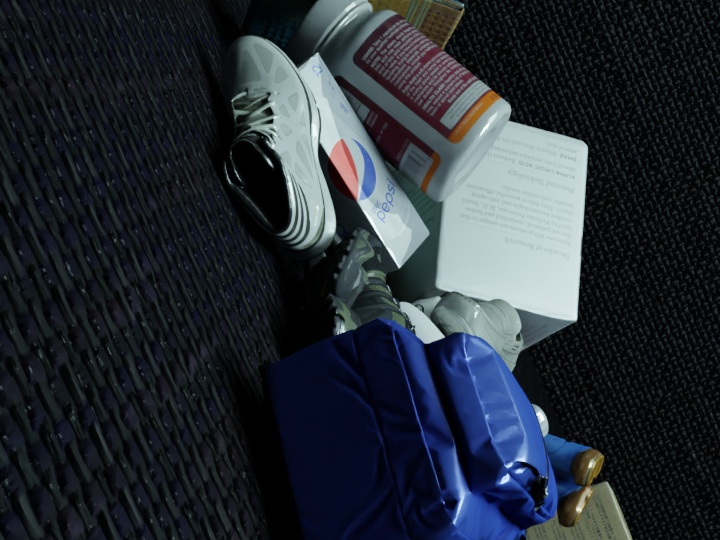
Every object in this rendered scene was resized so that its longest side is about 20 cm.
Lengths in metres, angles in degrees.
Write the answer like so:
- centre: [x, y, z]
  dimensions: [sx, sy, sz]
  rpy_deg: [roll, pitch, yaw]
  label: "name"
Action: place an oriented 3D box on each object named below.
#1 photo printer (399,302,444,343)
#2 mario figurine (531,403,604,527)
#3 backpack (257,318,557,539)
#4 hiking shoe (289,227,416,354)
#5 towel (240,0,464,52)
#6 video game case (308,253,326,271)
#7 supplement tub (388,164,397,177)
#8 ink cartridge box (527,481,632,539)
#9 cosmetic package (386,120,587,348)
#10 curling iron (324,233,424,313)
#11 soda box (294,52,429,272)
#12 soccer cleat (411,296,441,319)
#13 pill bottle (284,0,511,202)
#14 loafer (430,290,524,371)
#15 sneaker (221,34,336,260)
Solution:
- centre: [0.080, 0.121, 1.167]
  dimensions: [0.167, 0.069, 0.200]
  rpy_deg: [52, 1, 31]
  label: "photo printer"
- centre: [0.130, 0.183, 1.292]
  dimensions: [0.198, 0.125, 0.106]
  rpy_deg: [23, -4, 22]
  label: "mario figurine"
- centre: [0.044, 0.141, 0.869]
  dimensions: [0.200, 0.165, 0.165]
  rpy_deg: [57, 19, -60]
  label: "backpack"
- centre: [0.001, 0.043, 1.059]
  dimensions: [0.100, 0.076, 0.201]
  rpy_deg: [42, 27, -16]
  label: "hiking shoe"
- centre: [-0.012, -0.249, 1.300]
  dimensions: [0.147, 0.197, 0.022]
  rpy_deg: [122, -16, -55]
  label: "towel"
- centre: [0.008, 0.108, 1.168]
  dimensions: [0.183, 0.022, 0.201]
  rpy_deg: [-99, 164, -56]
  label: "video game case"
- centre: [0.039, -0.123, 1.553]
  dimensions: [0.132, 0.130, 0.203]
  rpy_deg: [9, 58, -79]
  label: "supplement tub"
- centre: [0.215, 0.340, 1.326]
  dimensions: [0.075, 0.163, 0.202]
  rpy_deg: [51, 18, -63]
  label: "ink cartridge box"
- centre: [0.130, -0.036, 1.398]
  dimensions: [0.165, 0.162, 0.203]
  rpy_deg: [138, -39, -65]
  label: "cosmetic package"
- centre: [0.000, 0.000, 1.175]
  dimensions: [0.200, 0.049, 0.026]
  rpy_deg: [51, 22, -36]
  label: "curling iron"
- centre: [-0.023, -0.090, 1.198]
  dimensions: [0.201, 0.068, 0.063]
  rpy_deg: [58, 45, -14]
  label: "soda box"
- centre: [0.066, 0.077, 1.335]
  dimensions: [0.070, 0.077, 0.200]
  rpy_deg: [59, -1, 17]
  label: "soccer cleat"
- centre: [0.032, -0.168, 1.227]
  dimensions: [0.199, 0.115, 0.114]
  rpy_deg: [40, 7, 8]
  label: "pill bottle"
- centre: [0.115, 0.054, 1.247]
  dimensions: [0.070, 0.070, 0.200]
  rpy_deg: [37, -5, 21]
  label: "loafer"
- centre: [-0.076, -0.116, 1.065]
  dimensions: [0.115, 0.075, 0.203]
  rpy_deg: [42, 28, -72]
  label: "sneaker"
